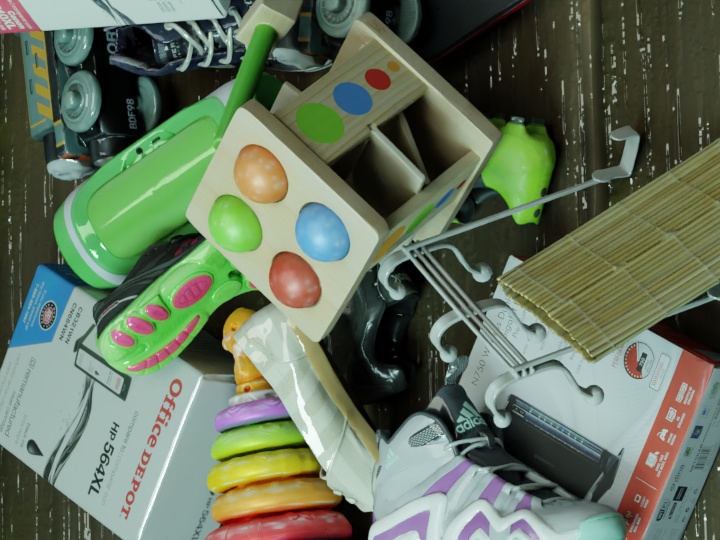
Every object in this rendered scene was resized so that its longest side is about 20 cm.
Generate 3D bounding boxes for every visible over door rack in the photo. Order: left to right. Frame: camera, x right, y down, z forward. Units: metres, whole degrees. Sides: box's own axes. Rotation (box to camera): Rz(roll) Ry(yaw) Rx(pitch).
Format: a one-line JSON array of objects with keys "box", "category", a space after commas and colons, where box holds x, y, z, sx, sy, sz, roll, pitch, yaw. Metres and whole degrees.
[{"box": [0.132, 0.009, 1.577, 0.148, 0.199, 0.067, 49, 160, 41], "category": "over door rack"}]

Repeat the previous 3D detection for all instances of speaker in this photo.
[{"box": [-0.132, -0.065, 1.837, 0.199, 0.088, 0.089, -32, 66, 24], "category": "speaker"}]

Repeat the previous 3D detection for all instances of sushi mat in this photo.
[{"box": [0.191, -0.017, 1.534, 0.096, 0.199, 0.012, 42, 155, 41], "category": "sushi mat"}]

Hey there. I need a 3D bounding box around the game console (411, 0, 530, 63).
[{"box": [0.073, -0.270, 1.718, 0.176, 0.031, 0.201, -30, 72, 26], "category": "game console"}]

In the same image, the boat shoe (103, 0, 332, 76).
[{"box": [-0.100, -0.170, 1.817, 0.199, 0.093, 0.075, 8, 121, 44], "category": "boat shoe"}]

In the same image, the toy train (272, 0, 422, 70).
[{"box": [-0.014, -0.234, 1.719, 0.113, 0.085, 0.202, 6, 91, 41], "category": "toy train"}]

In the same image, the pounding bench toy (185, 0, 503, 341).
[{"box": [-0.043, -0.082, 1.627, 0.200, 0.156, 0.124, 43, 140, 10], "category": "pounding bench toy"}]

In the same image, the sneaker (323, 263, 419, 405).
[{"box": [0.000, 0.000, 1.743, 0.090, 0.066, 0.202, -9, 88, 32], "category": "sneaker"}]

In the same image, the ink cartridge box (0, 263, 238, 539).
[{"box": [-0.178, 0.102, 1.867, 0.200, 0.084, 0.147, 30, 104, 38], "category": "ink cartridge box"}]

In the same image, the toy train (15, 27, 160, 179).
[{"box": [-0.219, -0.170, 1.931, 0.114, 0.085, 0.202, -22, 73, 48], "category": "toy train"}]

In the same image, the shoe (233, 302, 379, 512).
[{"box": [-0.020, 0.108, 1.698, 0.053, 0.070, 0.201, -30, 105, -1], "category": "shoe"}]

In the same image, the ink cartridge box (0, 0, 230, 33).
[{"box": [-0.184, -0.258, 1.815, 0.199, 0.084, 0.146, -1, 58, 22], "category": "ink cartridge box"}]

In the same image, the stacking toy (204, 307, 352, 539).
[{"box": [-0.069, 0.125, 1.753, 0.116, 0.109, 0.202, -17, 77, 34], "category": "stacking toy"}]

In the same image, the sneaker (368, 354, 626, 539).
[{"box": [0.080, 0.123, 1.592, 0.199, 0.077, 0.141, -9, 80, 38], "category": "sneaker"}]

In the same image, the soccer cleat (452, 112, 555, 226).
[{"box": [0.046, -0.077, 1.718, 0.199, 0.067, 0.082, 13, 97, 38], "category": "soccer cleat"}]

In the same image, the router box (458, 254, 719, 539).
[{"box": [0.139, 0.117, 1.626, 0.179, 0.049, 0.201, 29, 103, 38], "category": "router box"}]

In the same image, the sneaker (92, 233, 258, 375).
[{"box": [-0.113, -0.009, 1.788, 0.199, 0.077, 0.084, -34, 39, -10], "category": "sneaker"}]
